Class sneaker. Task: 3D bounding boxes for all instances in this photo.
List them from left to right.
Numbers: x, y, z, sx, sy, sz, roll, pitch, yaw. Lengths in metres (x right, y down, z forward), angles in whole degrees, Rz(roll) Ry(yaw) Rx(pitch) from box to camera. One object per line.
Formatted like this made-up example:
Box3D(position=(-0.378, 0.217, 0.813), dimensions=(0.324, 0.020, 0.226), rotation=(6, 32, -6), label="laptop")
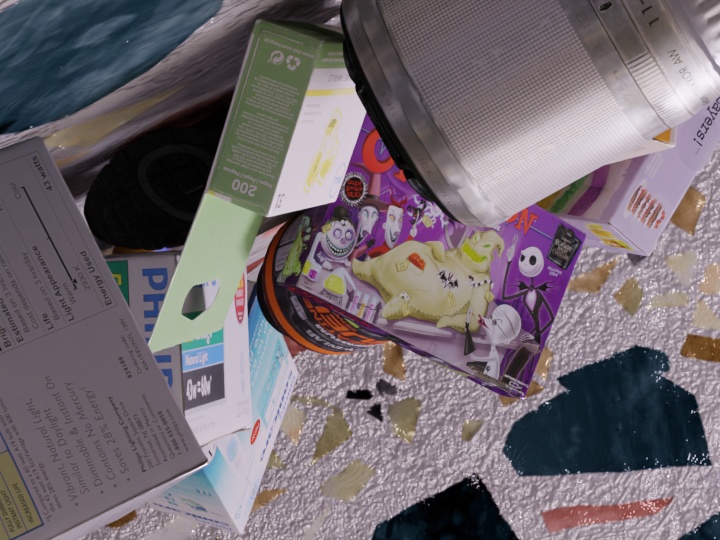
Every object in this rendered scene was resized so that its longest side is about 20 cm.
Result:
Box3D(position=(-0.082, -0.070, 1.535), dimensions=(0.199, 0.076, 0.091), rotation=(-26, -178, -6), label="sneaker")

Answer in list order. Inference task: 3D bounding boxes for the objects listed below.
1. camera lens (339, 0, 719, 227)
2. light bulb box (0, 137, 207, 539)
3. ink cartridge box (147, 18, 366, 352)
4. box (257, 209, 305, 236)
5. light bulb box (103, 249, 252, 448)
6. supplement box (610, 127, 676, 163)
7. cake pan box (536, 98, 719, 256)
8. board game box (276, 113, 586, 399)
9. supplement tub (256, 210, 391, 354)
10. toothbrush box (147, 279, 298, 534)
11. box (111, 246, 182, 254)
Box3D(position=(0.100, -0.130, 1.326), dimensions=(0.199, 0.161, 0.160), rotation=(-29, 176, 12), label="camera lens")
Box3D(position=(-0.222, 0.066, 1.240), dimensions=(0.199, 0.199, 0.125), rotation=(-24, 173, -38), label="light bulb box")
Box3D(position=(-0.052, -0.044, 1.399), dimensions=(0.145, 0.048, 0.201), rotation=(-17, 126, -74), label="ink cartridge box")
Box3D(position=(-0.026, -0.088, 1.700), dimensions=(0.199, 0.069, 0.082), rotation=(-27, 177, -15), label="box")
Box3D(position=(-0.185, 0.054, 1.534), dimensions=(0.198, 0.126, 0.198), rotation=(-3, -179, 10), label="light bulb box")
Box3D(position=(0.093, -0.111, 1.529), dimensions=(0.125, 0.074, 0.199), rotation=(16, 164, -32), label="supplement box")
Box3D(position=(0.189, -0.111, 1.743), dimensions=(0.201, 0.052, 0.184), rotation=(-58, -149, -10), label="cake pan box")
Box3D(position=(0.049, -0.008, 1.532), dimensions=(0.199, 0.121, 0.032), rotation=(26, 167, -34), label="board game box")
Box3D(position=(0.000, 0.000, 1.646), dimensions=(0.106, 0.108, 0.200), rotation=(-26, -178, -27), label="supplement tub")
Box3D(position=(-0.122, 0.101, 1.874), dimensions=(0.200, 0.085, 0.147), rotation=(76, 31, -66), label="toothbrush box")
Box3D(position=(-0.126, -0.039, 1.861), dimensions=(0.118, 0.042, 0.200), rotation=(-27, 174, -14), label="box")
